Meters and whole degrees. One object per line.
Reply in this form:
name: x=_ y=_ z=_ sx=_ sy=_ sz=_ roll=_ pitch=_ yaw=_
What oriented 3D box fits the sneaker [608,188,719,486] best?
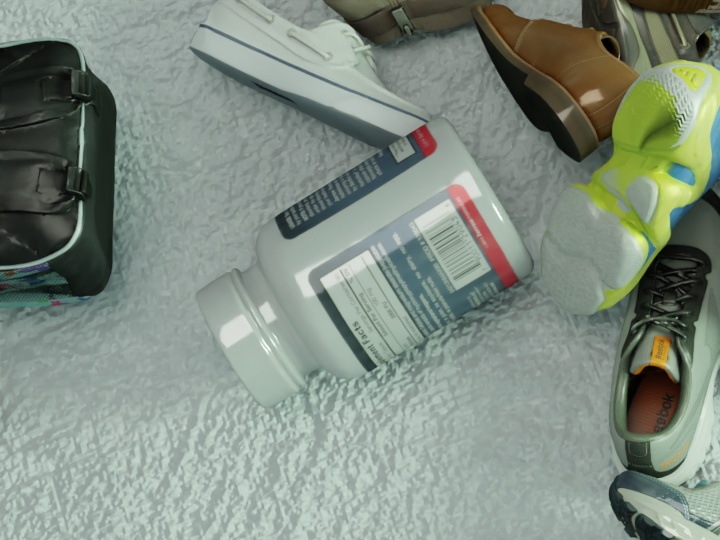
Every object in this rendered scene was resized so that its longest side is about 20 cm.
sneaker: x=0.199 y=0.036 z=1.467 sx=0.074 sy=0.079 sz=0.201 roll=5 pitch=72 yaw=18

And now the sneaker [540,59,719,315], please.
sneaker: x=0.190 y=-0.051 z=1.446 sx=0.105 sy=0.200 sz=0.076 roll=-15 pitch=59 yaw=-36

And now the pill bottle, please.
pill bottle: x=0.000 y=0.000 z=1.509 sx=0.200 sy=0.120 sz=0.120 roll=-31 pitch=67 yaw=3

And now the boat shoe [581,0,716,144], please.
boat shoe: x=0.196 y=-0.148 z=1.544 sx=0.073 sy=0.075 sz=0.201 roll=-4 pitch=65 yaw=-12

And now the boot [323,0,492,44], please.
boot: x=0.057 y=-0.231 z=1.558 sx=0.199 sy=0.146 sz=0.070 roll=-15 pitch=44 yaw=18

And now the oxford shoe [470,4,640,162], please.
oxford shoe: x=0.130 y=-0.134 z=1.516 sx=0.071 sy=0.071 sz=0.200 roll=-34 pitch=32 yaw=-3

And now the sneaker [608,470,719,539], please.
sneaker: x=0.251 y=0.158 z=1.421 sx=0.200 sy=0.078 sz=0.086 roll=22 pitch=72 yaw=11

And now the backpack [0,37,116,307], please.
backpack: x=-0.266 y=-0.058 z=1.582 sx=0.199 sy=0.151 sz=0.178 roll=-4 pitch=68 yaw=6

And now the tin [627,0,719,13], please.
tin: x=0.244 y=-0.222 z=1.528 sx=0.199 sy=0.042 sz=0.112 roll=0 pitch=67 yaw=-9

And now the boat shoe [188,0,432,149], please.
boat shoe: x=-0.025 y=-0.140 z=1.589 sx=0.200 sy=0.074 sz=0.065 roll=27 pitch=84 yaw=20
